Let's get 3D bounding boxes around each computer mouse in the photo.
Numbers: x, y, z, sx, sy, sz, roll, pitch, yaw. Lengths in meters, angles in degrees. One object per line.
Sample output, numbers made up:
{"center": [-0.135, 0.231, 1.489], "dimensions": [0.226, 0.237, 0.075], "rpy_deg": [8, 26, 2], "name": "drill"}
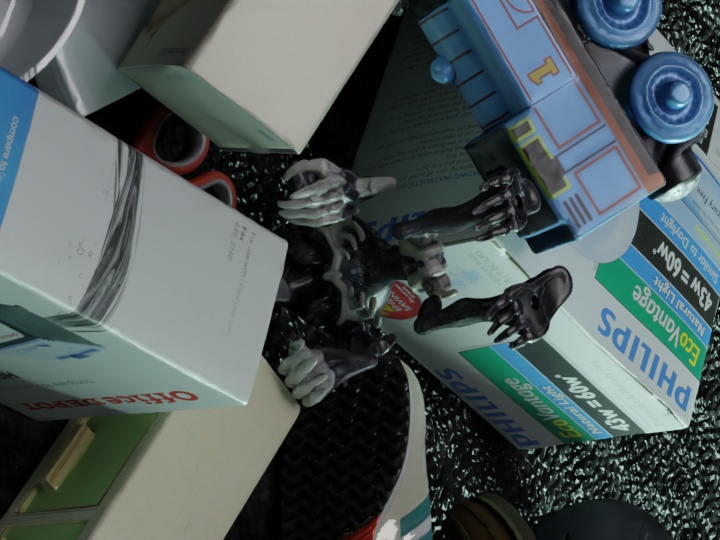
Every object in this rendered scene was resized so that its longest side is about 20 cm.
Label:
{"center": [0.123, 0.181, 1.302], "dimensions": [0.200, 0.138, 0.053], "rpy_deg": [-70, 140, -58], "name": "computer mouse"}

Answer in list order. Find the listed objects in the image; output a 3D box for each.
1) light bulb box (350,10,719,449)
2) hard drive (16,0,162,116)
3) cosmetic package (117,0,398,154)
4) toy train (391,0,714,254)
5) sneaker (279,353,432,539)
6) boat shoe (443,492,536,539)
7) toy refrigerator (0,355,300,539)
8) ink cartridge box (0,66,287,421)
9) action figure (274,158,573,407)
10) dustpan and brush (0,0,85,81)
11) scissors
{"center": [0.104, -0.037, 1.328], "dimensions": [0.198, 0.125, 0.200], "rpy_deg": [41, 53, -35], "name": "light bulb box"}
{"center": [-0.137, -0.187, 1.157], "dimensions": [0.132, 0.027, 0.200], "rpy_deg": [-34, 109, -46], "name": "hard drive"}
{"center": [-0.021, -0.157, 1.127], "dimensions": [0.073, 0.103, 0.200], "rpy_deg": [37, 78, -22], "name": "cosmetic package"}
{"center": [0.090, -0.110, 1.175], "dimensions": [0.114, 0.087, 0.200], "rpy_deg": [-32, 93, -18], "name": "toy train"}
{"center": [0.005, 0.147, 1.238], "dimensions": [0.093, 0.070, 0.200], "rpy_deg": [47, 43, -60], "name": "sneaker"}
{"center": [0.072, 0.187, 1.221], "dimensions": [0.068, 0.200, 0.072], "rpy_deg": [-18, 123, -8], "name": "boat shoe"}
{"center": [-0.114, 0.114, 1.089], "dimensions": [0.070, 0.076, 0.200], "rpy_deg": [54, 48, -27], "name": "toy refrigerator"}
{"center": [-0.154, -0.010, 1.011], "dimensions": [0.200, 0.146, 0.086], "rpy_deg": [33, 61, -40], "name": "ink cartridge box"}
{"center": [0.000, 0.000, 1.149], "dimensions": [0.102, 0.200, 0.119], "rpy_deg": [-11, 91, -44], "name": "action figure"}
{"center": [-0.153, -0.143, 1.075], "dimensions": [0.200, 0.057, 0.140], "rpy_deg": [-15, 95, -38], "name": "dustpan and brush"}
{"center": [-0.131, -0.036, 1.143], "dimensions": [0.200, 0.014, 0.073], "rpy_deg": [-19, 99, -50], "name": "scissors"}
